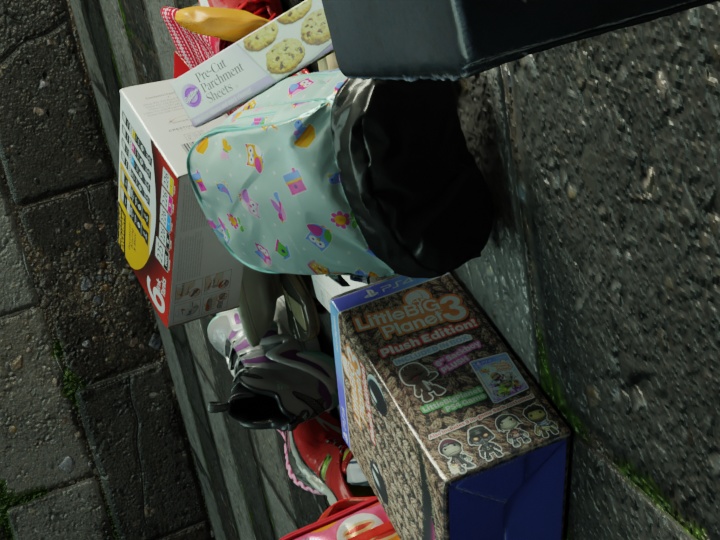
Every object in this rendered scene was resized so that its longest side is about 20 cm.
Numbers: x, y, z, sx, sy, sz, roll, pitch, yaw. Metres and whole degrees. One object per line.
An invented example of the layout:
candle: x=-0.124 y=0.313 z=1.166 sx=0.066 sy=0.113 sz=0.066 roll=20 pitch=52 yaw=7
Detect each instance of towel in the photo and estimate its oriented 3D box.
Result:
towel: x=-0.133 y=-0.172 z=1.196 sx=0.200 sy=0.022 sz=0.145 roll=37 pitch=152 yaw=60

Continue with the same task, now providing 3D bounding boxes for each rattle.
rattle: x=-0.049 y=-0.112 z=0.990 sx=0.130 sy=0.142 sz=0.201 roll=49 pitch=151 yaw=48

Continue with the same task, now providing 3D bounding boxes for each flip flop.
flip flop: x=-0.053 y=0.015 z=1.322 sx=0.200 sy=0.057 sz=0.082 roll=-103 pitch=3 yaw=-78

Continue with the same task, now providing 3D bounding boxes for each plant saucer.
plant saucer: x=-0.116 y=-0.020 z=1.365 sx=0.200 sy=0.050 sz=0.201 roll=167 pitch=90 yaw=-87

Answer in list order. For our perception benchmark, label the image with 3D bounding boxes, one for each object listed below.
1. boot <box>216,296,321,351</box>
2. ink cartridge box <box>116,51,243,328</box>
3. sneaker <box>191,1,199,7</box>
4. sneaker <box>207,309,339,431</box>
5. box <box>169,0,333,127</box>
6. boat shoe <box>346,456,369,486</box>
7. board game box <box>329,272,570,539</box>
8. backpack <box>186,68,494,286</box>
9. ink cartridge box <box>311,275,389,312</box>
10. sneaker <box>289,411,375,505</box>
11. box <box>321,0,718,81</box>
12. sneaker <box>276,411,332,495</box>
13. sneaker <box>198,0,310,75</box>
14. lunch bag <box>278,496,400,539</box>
boot: x=-0.117 y=0.074 z=1.524 sx=0.200 sy=0.095 sz=0.074 roll=-134 pitch=29 yaw=-58
ink cartridge box: x=-0.181 y=-0.079 z=1.223 sx=0.176 sy=0.083 sz=0.201 roll=53 pitch=147 yaw=34
sneaker: x=-0.121 y=-0.187 z=1.316 sx=0.091 sy=0.076 sz=0.201 roll=27 pitch=142 yaw=61
sneaker: x=-0.128 y=0.117 z=1.403 sx=0.199 sy=0.140 sz=0.078 roll=21 pitch=127 yaw=33
box: x=-0.048 y=-0.159 z=0.887 sx=0.199 sy=0.039 sz=0.042 roll=-22 pitch=99 yaw=34
boat shoe: x=0.035 y=0.168 z=1.181 sx=0.200 sy=0.072 sz=0.062 roll=135 pitch=140 yaw=-69
board game box: x=0.062 y=0.123 z=0.941 sx=0.200 sy=0.096 sz=0.160 roll=-124 pitch=22 yaw=-46
backpack: x=-0.021 y=-0.070 z=0.860 sx=0.199 sy=0.126 sz=0.168 roll=3 pitch=114 yaw=50
ink cartridge box: x=0.000 y=0.000 z=1.117 sx=0.200 sy=0.050 sz=0.110 roll=-139 pitch=33 yaw=-64
sneaker: x=-0.011 y=0.212 z=1.388 sx=0.200 sy=0.077 sz=0.085 roll=51 pitch=144 yaw=37
box: x=0.075 y=-0.176 z=0.365 sx=0.124 sy=0.196 sz=0.201 roll=-158 pitch=52 yaw=-70
sneaker: x=-0.058 y=0.183 z=1.510 sx=0.200 sy=0.079 sz=0.096 roll=-127 pitch=35 yaw=-48
sneaker: x=-0.075 y=-0.205 z=1.138 sx=0.115 sy=0.078 sz=0.201 roll=26 pitch=145 yaw=58
lunch bag: x=0.024 y=0.255 z=1.041 sx=0.082 sy=0.199 sz=0.176 roll=81 pitch=163 yaw=-45
